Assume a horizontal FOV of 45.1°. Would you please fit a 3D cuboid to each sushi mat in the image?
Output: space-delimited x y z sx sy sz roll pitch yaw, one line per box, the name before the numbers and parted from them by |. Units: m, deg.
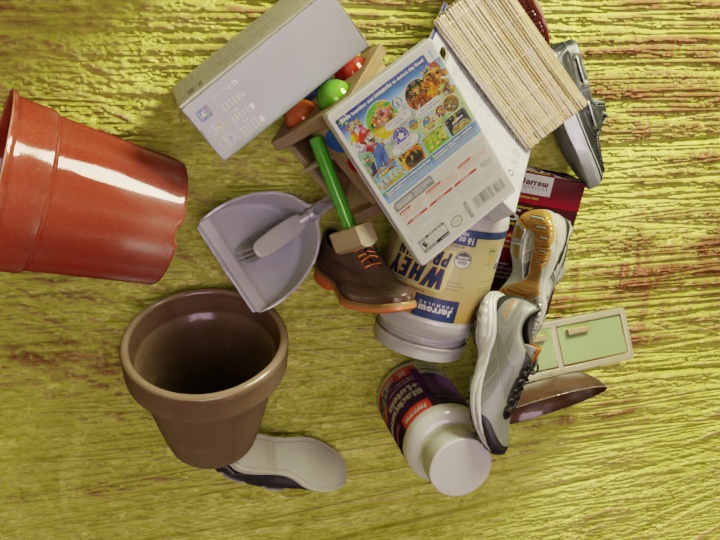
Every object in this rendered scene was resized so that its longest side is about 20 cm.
sushi mat | 0.180 -0.247 1.028 0.096 0.012 0.200 -39 108 6

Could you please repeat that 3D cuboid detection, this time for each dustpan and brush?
dustpan and brush | -0.084 -0.057 1.081 0.200 0.057 0.140 -38 101 -31

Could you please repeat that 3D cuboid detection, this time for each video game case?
video game case | 0.068 -0.125 0.937 0.143 0.018 0.200 -38 113 -10

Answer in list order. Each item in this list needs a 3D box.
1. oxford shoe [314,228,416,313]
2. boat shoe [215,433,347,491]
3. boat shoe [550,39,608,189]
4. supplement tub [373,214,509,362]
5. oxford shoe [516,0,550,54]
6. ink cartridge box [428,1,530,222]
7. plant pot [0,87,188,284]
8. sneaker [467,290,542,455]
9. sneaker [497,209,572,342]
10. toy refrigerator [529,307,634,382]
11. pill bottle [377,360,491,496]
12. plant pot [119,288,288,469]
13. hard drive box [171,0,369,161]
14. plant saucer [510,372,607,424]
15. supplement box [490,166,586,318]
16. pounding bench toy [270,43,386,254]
oxford shoe | 0.000 0.000 1.054 0.071 0.200 0.073 -9 110 -32
boat shoe | -0.110 0.271 1.197 0.200 0.074 0.060 16 147 -36
boat shoe | 0.288 -0.203 1.128 0.071 0.072 0.200 -26 112 0
supplement tub | 0.098 0.003 1.111 0.144 0.144 0.200 9 107 -18
oxford shoe | 0.192 -0.316 1.057 0.070 0.075 0.200 -8 120 21
ink cartridge box | 0.129 -0.191 1.038 0.041 0.200 0.200 -23 124 42
plant pot | -0.307 -0.075 0.958 0.195 0.201 0.201 13 105 -28
sneaker | 0.178 0.127 1.058 0.079 0.074 0.201 4 91 25
sneaker | 0.228 0.021 1.119 0.088 0.076 0.200 -1 112 -49
toy refrigerator | 0.279 0.105 1.209 0.200 0.070 0.076 -8 86 -22
pill bottle | 0.099 0.210 1.156 0.111 0.200 0.112 -5 110 -14
plant pot | -0.189 0.147 1.080 0.200 0.200 0.175 -7 130 -13
hard drive box | -0.107 -0.226 0.966 0.200 0.156 0.077 -39 115 2
plant saucer | 0.244 0.182 1.217 0.200 0.200 0.032 -14 71 -10
supplement box | 0.220 -0.038 1.176 0.109 0.061 0.200 7 107 -19
pounding bench toy | -0.015 -0.135 0.984 0.124 0.200 0.156 -21 122 39
